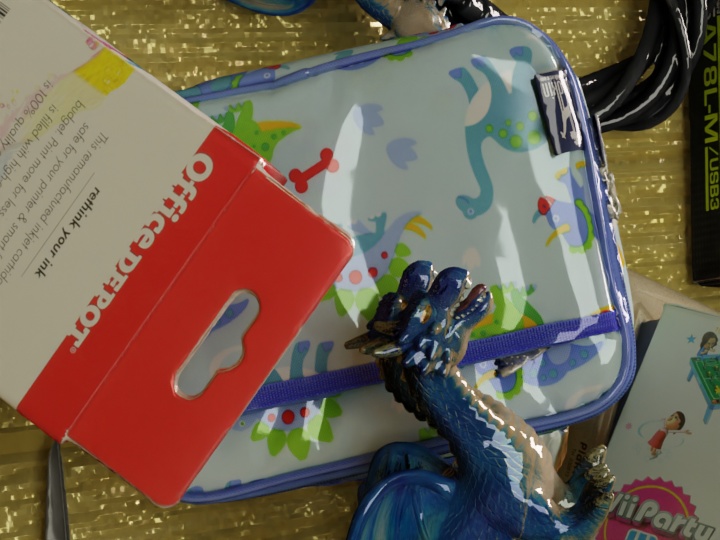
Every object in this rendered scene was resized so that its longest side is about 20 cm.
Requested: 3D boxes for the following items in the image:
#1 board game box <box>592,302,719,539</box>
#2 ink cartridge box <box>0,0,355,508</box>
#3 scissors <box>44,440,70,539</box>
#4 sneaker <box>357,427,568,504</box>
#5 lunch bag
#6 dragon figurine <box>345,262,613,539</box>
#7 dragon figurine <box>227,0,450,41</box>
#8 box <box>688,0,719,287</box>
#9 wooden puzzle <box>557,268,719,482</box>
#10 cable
[{"bbox_3d":[0.133,0.138,0.811,0.148,0.064,0.201,45,65,-51],"label":"board game box"},{"bbox_3d":[-0.108,-0.022,0.716,0.199,0.067,0.117,37,91,6],"label":"ink cartridge box"},{"bbox_3d":[-0.108,0.168,0.787,0.073,0.014,0.202,17,75,-24],"label":"scissors"},{"bbox_3d":[0.042,0.072,0.844,0.087,0.075,0.202,1,62,7],"label":"sneaker"},{"bbox_3d":[0.000,0.000,0.782,0.198,0.082,0.162,-11,89,2],"label":"lunch bag"},{"bbox_3d":[0.024,0.096,0.718,0.099,0.059,0.202,18,104,-1],"label":"dragon figurine"},{"bbox_3d":[-0.039,-0.138,0.825,0.199,0.099,0.059,20,84,15],"label":"dragon figurine"},{"bbox_3d":[0.245,-0.085,0.992,0.198,0.047,0.195,4,85,-29],"label":"box"},{"bbox_3d":[0.164,0.113,0.922,0.199,0.046,0.187,25,72,-24],"label":"wooden puzzle"},{"bbox_3d":[0.075,-0.143,0.904,0.163,0.051,0.201,-39,103,-27],"label":"cable"}]
